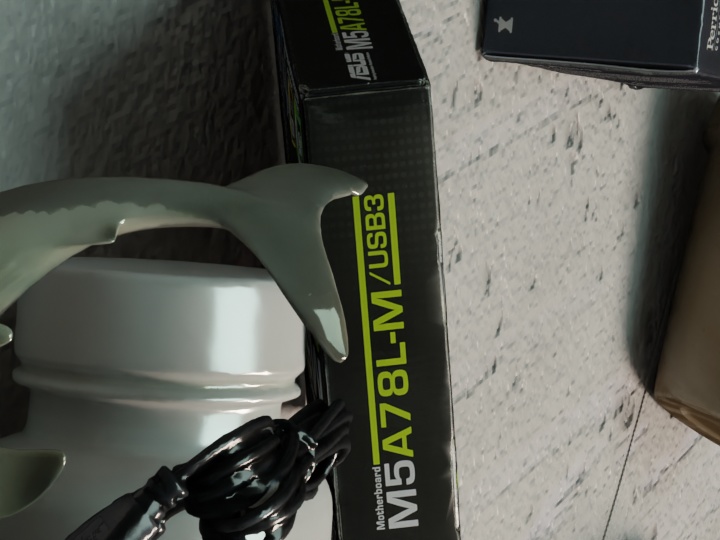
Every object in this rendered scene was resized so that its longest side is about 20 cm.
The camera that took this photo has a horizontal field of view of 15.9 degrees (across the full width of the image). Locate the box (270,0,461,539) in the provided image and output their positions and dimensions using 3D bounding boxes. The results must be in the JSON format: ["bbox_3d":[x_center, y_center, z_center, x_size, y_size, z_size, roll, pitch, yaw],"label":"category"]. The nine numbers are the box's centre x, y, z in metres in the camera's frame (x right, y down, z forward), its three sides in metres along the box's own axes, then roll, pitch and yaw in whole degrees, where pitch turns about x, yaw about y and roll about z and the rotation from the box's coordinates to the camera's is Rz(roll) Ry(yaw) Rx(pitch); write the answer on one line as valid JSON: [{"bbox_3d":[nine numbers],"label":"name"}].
[{"bbox_3d":[0.000,0.000,0.876,0.200,0.047,0.194,-103,-170,-68],"label":"box"}]

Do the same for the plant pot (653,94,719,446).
[{"bbox_3d":[0.241,0.016,1.337,0.174,0.199,0.200,-60,149,-7],"label":"plant pot"}]

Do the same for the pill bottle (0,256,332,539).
[{"bbox_3d":[-0.066,0.099,0.790,0.114,0.114,0.202,-2,97,-63],"label":"pill bottle"}]

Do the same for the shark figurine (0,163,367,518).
[{"bbox_3d":[-0.108,0.012,0.707,0.128,0.214,0.090,50,4,-20],"label":"shark figurine"}]

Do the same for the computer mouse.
[{"bbox_3d":[-0.081,0.105,0.662,0.046,0.200,0.140,55,4,5],"label":"computer mouse"}]

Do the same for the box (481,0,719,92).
[{"bbox_3d":[0.144,-0.183,1.160,0.182,0.104,0.202,-2,97,-62],"label":"box"}]
